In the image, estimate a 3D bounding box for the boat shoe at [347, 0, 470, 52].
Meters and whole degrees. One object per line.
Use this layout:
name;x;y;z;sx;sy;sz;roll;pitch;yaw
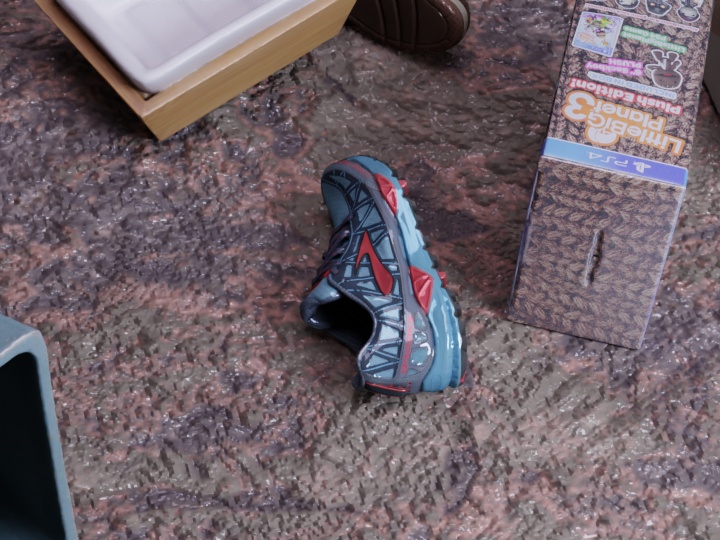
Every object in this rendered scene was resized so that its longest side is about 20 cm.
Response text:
boat shoe;0.006;-0.238;1.681;0.202;0.075;0.075;28;44;18

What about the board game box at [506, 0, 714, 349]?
board game box;0.174;-0.078;1.492;0.096;0.160;0.201;12;48;4

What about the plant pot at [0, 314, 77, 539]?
plant pot;-0.308;0.112;1.240;0.199;0.197;0.196;29;50;30

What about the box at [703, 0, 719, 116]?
box;0.319;-0.154;1.636;0.094;0.078;0.201;-6;48;-13

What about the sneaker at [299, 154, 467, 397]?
sneaker;0.000;0.000;1.453;0.095;0.080;0.201;-13;50;-16

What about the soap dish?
soap dish;-0.120;-0.197;1.599;0.199;0.081;0.157;-33;58;-18
